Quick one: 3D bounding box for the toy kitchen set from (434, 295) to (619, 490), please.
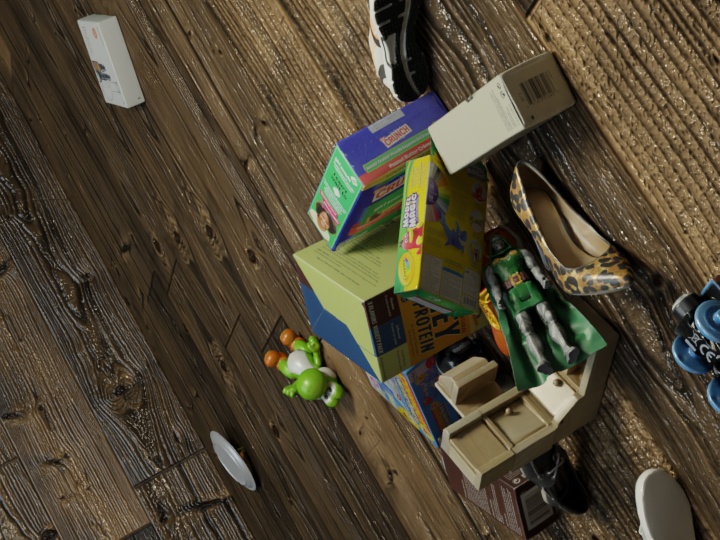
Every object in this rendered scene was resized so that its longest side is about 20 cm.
[{"bbox_3d":[0.184,0.128,1.474,0.163,0.199,0.181,47,152,32],"label":"toy kitchen set"}]

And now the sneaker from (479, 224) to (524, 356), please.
[{"bbox_3d":[0.178,0.033,1.552,0.073,0.077,0.202,31,142,49],"label":"sneaker"}]

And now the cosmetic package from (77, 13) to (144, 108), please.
[{"bbox_3d":[-0.567,-0.477,2.652,0.150,0.051,0.202,19,131,55],"label":"cosmetic package"}]

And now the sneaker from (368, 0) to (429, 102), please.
[{"bbox_3d":[0.035,-0.317,1.499,0.080,0.073,0.202,44,148,49],"label":"sneaker"}]

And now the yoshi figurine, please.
[{"bbox_3d":[-0.113,0.197,2.312,0.200,0.111,0.113,38,139,41],"label":"yoshi figurine"}]

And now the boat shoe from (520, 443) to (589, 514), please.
[{"bbox_3d":[0.267,0.275,1.584,0.057,0.067,0.200,22,160,35],"label":"boat shoe"}]

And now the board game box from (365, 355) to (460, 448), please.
[{"bbox_3d":[0.065,0.163,1.895,0.196,0.056,0.201,39,161,45],"label":"board game box"}]

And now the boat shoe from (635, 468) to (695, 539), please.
[{"bbox_3d":[0.380,0.334,1.451,0.201,0.072,0.068,60,158,-14],"label":"boat shoe"}]

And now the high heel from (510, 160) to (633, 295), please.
[{"bbox_3d":[0.236,-0.051,1.337,0.144,0.071,0.200,65,167,-20],"label":"high heel"}]

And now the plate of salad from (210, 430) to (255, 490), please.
[{"bbox_3d":[-0.344,0.518,3.211,0.200,0.048,0.201,42,154,25],"label":"plate of salad"}]

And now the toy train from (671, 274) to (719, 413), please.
[{"bbox_3d":[0.387,0.091,1.112,0.201,0.114,0.087,53,151,24],"label":"toy train"}]

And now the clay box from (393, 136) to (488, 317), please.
[{"bbox_3d":[0.103,-0.054,1.458,0.047,0.114,0.202,-13,64,44],"label":"clay box"}]

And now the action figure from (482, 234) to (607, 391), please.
[{"bbox_3d":[0.200,0.035,1.417,0.055,0.117,0.201,62,-177,-54],"label":"action figure"}]

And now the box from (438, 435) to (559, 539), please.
[{"bbox_3d":[0.209,0.317,1.785,0.199,0.075,0.101,25,136,54],"label":"box"}]

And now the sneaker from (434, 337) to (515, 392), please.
[{"bbox_3d":[0.169,0.151,1.698,0.200,0.070,0.099,23,137,59],"label":"sneaker"}]

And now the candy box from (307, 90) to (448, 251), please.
[{"bbox_3d":[0.029,-0.131,1.579,0.077,0.168,0.200,53,155,14],"label":"candy box"}]

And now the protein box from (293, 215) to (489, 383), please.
[{"bbox_3d":[0.047,0.025,1.662,0.198,0.199,0.136,32,141,52],"label":"protein box"}]

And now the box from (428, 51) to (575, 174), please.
[{"bbox_3d":[0.160,-0.180,1.362,0.069,0.082,0.200,63,156,0],"label":"box"}]
